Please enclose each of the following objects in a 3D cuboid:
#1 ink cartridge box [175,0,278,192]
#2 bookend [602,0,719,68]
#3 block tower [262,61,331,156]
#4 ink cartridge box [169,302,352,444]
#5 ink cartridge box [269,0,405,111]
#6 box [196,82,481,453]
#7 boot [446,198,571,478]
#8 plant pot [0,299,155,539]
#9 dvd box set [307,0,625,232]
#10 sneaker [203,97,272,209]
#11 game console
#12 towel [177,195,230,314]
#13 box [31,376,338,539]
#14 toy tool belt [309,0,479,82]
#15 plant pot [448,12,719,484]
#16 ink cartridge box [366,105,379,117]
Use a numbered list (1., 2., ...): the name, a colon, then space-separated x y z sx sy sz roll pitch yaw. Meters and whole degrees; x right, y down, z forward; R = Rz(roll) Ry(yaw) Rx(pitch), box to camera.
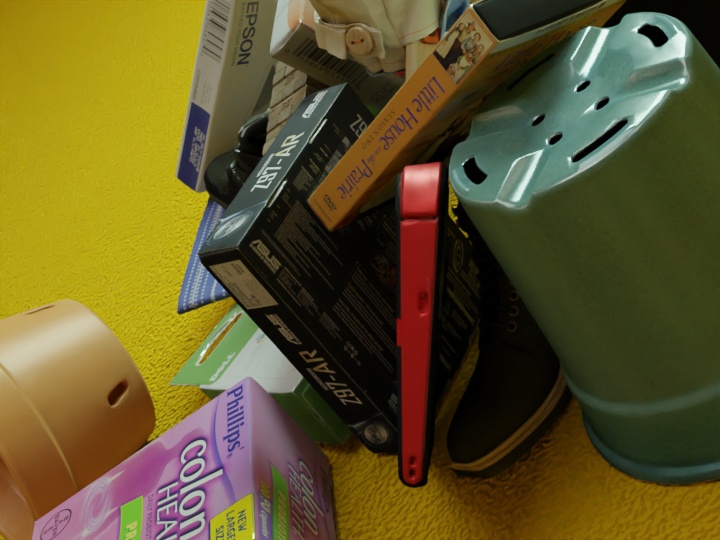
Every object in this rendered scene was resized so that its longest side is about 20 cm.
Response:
1. ink cartridge box: -0.066 -0.178 1.265 0.200 0.200 0.041 -20 46 -43
2. bookend: 0.160 -0.169 1.000 0.200 0.199 0.092 -40 26 5
3. block tower: -0.038 -0.073 1.011 0.058 0.054 0.201 -24 51 51
4. ink cartridge box: -0.055 0.070 1.067 0.200 0.059 0.104 -5 43 56
5. ink cartridge box: 0.021 -0.211 1.046 0.050 0.162 0.200 -34 41 48
6. box: 0.000 0.000 0.948 0.043 0.200 0.160 -11 39 44
7. boot: 0.083 0.016 0.883 0.077 0.138 0.200 -6 43 49
8. plant pot: -0.264 0.117 1.155 0.140 0.200 0.200 -34 21 -29
9. dvd box set: 0.067 -0.107 0.856 0.146 0.029 0.200 -28 -12 -42
10. sneaker: -0.076 -0.094 1.137 0.199 0.114 0.076 15 60 51
11. game console: 0.040 0.031 0.838 0.031 0.177 0.200 -1 -2 4
12. towel: -0.058 -0.040 1.177 0.200 0.024 0.145 -17 41 28
13. box: -0.120 0.198 0.917 0.200 0.097 0.176 -34 27 13
14. toy tool belt: 0.047 -0.191 0.948 0.125 0.123 0.200 -23 14 35
15. plant pot: 0.162 -0.021 0.771 0.200 0.196 0.200 -30 28 18
16. ink cartridge box: 0.045 -0.243 1.253 0.087 0.200 0.145 2 41 18
